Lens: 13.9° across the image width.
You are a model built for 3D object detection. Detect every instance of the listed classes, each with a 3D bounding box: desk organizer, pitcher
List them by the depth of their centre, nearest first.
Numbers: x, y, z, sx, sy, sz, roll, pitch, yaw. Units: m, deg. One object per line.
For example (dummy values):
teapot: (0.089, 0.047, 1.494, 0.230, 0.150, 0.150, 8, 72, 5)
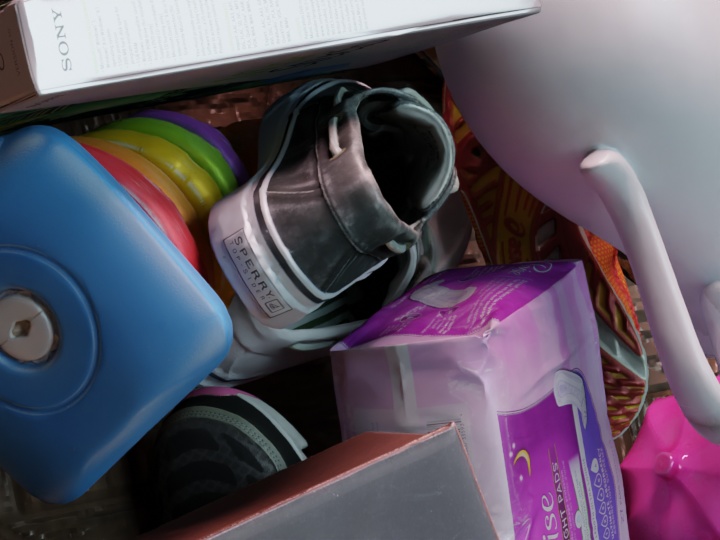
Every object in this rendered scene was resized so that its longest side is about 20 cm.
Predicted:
desk organizer: (-0.054, 0.122, 1.000, 0.199, 0.077, 0.072, -23, 96, -20)
pitcher: (0.108, -0.046, 1.117, 0.200, 0.121, 0.172, 53, 27, -32)

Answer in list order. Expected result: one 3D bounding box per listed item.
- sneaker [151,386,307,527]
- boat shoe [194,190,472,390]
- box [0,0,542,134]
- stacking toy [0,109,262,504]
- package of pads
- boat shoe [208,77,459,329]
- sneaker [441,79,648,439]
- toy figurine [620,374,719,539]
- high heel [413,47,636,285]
sneaker: (-0.047, 0.142, 1.071, 0.087, 0.073, 0.201, -6, 87, -56)
boat shoe: (0.000, 0.000, 1.180, 0.200, 0.067, 0.074, -34, 104, -49)
box: (-0.057, -0.080, 1.034, 0.199, 0.144, 0.037, -11, 90, -30)
stacking toy: (-0.076, -0.017, 1.070, 0.110, 0.116, 0.200, 47, 32, 0)
package of pads: (0.052, 0.104, 1.128, 0.120, 0.075, 0.201, -32, 116, -62)
boat shoe: (0.003, -0.031, 1.061, 0.072, 0.071, 0.200, 61, 16, -12)
sneaker: (0.073, -0.026, 1.241, 0.077, 0.073, 0.201, -98, 179, -86)
toy figurine: (0.195, 0.121, 1.342, 0.184, 0.150, 0.200, 51, 22, -12)
high heel: (0.085, -0.051, 1.287, 0.142, 0.071, 0.201, -13, 71, -57)
